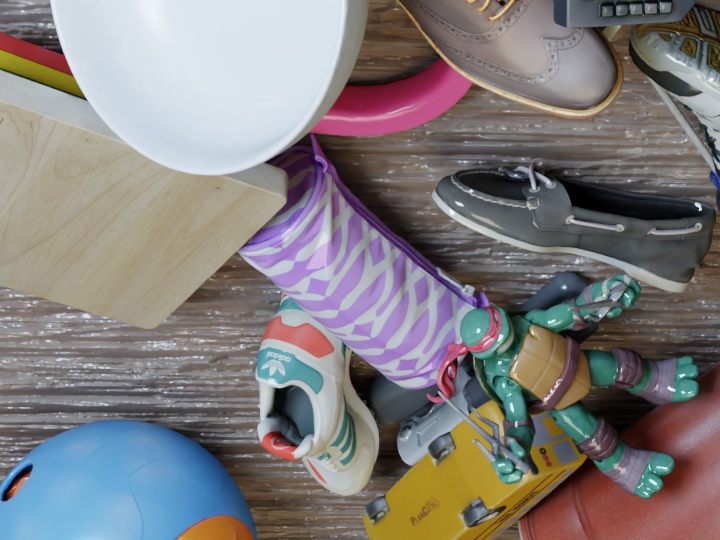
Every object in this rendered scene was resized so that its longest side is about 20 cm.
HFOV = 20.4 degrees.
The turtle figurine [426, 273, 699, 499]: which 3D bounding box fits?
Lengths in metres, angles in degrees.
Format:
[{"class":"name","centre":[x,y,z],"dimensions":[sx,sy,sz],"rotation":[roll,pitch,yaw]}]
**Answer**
[{"class":"turtle figurine","centre":[0.128,0.065,1.280],"dimensions":[0.199,0.101,0.150],"rotation":[28,93,-35]}]

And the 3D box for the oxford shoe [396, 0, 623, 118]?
[{"class":"oxford shoe","centre":[0.057,-0.147,1.061],"dimensions":[0.199,0.073,0.072],"rotation":[34,93,-5]}]

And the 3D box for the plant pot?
[{"class":"plant pot","centre":[0.250,0.170,1.421],"dimensions":[0.200,0.201,0.195],"rotation":[27,123,-30]}]

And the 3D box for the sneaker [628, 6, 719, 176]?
[{"class":"sneaker","centre":[0.230,-0.088,1.201],"dimensions":[0.199,0.076,0.088],"rotation":[22,132,-26]}]

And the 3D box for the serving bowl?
[{"class":"serving bowl","centre":[-0.071,-0.155,1.051],"dimensions":[0.200,0.201,0.066],"rotation":[-41,168,35]}]

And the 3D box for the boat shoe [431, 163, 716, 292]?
[{"class":"boat shoe","centre":[0.138,-0.041,1.265],"dimensions":[0.199,0.067,0.057],"rotation":[16,113,-27]}]

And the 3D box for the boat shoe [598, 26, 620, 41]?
[{"class":"boat shoe","centre":[0.132,-0.175,1.111],"dimensions":[0.067,0.072,0.200],"rotation":[29,135,-5]}]

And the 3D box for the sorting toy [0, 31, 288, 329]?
[{"class":"sorting toy","centre":[-0.170,-0.059,1.185],"dimensions":[0.198,0.070,0.200],"rotation":[18,148,-23]}]

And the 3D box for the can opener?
[{"class":"can opener","centre":[0.082,0.069,1.385],"dimensions":[0.066,0.053,0.200],"rotation":[30,129,-31]}]

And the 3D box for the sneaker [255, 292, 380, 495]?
[{"class":"sneaker","centre":[-0.039,0.104,1.371],"dimensions":[0.070,0.094,0.201],"rotation":[15,141,21]}]

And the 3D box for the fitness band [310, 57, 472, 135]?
[{"class":"fitness band","centre":[-0.027,-0.138,1.155],"dimensions":[0.198,0.038,0.144],"rotation":[6,138,-10]}]

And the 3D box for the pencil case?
[{"class":"pencil case","centre":[0.000,0.000,1.266],"dimensions":[0.085,0.084,0.200],"rotation":[-32,135,20]}]

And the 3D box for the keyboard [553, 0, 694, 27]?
[{"class":"keyboard","centre":[0.114,-0.222,1.010],"dimensions":[0.126,0.021,0.201],"rotation":[-3,109,-6]}]

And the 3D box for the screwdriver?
[{"class":"screwdriver","centre":[0.217,-0.070,1.252],"dimensions":[0.028,0.029,0.200],"rotation":[-24,139,21]}]

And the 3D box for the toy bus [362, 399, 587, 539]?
[{"class":"toy bus","centre":[0.076,0.156,1.414],"dimensions":[0.078,0.065,0.200],"rotation":[-15,158,-34]}]

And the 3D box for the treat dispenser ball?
[{"class":"treat dispenser ball","centre":[-0.171,0.206,1.410],"dimensions":[0.199,0.202,0.202],"rotation":[-2,139,-2]}]
